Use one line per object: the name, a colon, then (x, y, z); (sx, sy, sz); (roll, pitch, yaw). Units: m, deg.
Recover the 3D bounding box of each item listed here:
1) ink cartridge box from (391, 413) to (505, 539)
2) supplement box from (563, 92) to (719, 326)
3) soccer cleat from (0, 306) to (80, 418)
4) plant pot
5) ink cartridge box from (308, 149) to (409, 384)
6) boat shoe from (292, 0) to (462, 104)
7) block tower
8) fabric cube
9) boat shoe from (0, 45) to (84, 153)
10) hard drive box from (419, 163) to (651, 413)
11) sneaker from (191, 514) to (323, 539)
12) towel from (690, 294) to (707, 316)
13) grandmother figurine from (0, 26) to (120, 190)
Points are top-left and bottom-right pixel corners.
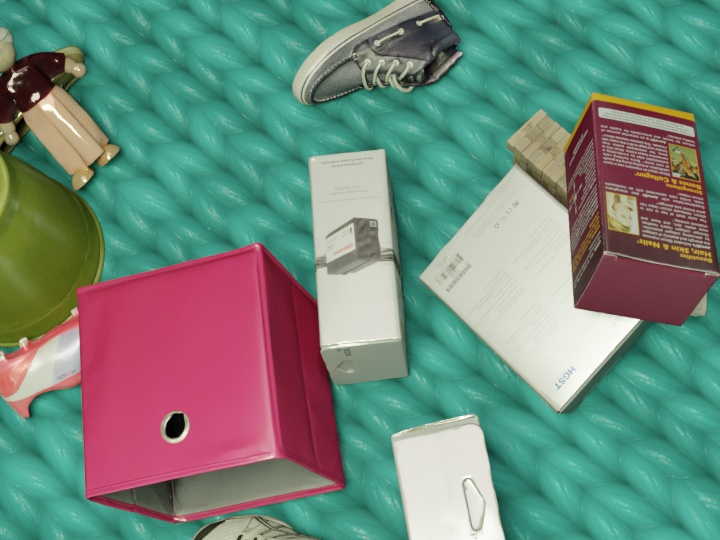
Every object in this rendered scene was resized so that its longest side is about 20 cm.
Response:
ink cartridge box: (0.083, 0.230, 1.016); (0.082, 0.200, 0.147); (-11, 69, 2)
supplement box: (0.259, -0.059, 1.045); (0.109, 0.086, 0.202); (10, 52, -6)
soccer cleat: (-0.298, 0.082, 1.195); (0.198, 0.067, 0.077); (-29, 105, -13)
plant pot: (-0.396, -0.043, 1.173); (0.197, 0.193, 0.203); (-2, 70, 5)
ink cartridge box: (0.000, 0.000, 1.138); (0.082, 0.145, 0.203); (-5, 70, 4)
boat shoe: (0.024, -0.234, 1.257); (0.199, 0.075, 0.093); (-37, 63, -8)
block tower: (0.242, -0.078, 1.154); (0.054, 0.058, 0.200); (-42, 72, -9)
fabric cube: (-0.142, 0.117, 1.072); (0.193, 0.200, 0.202); (-13, 69, 12)
boat shoe: (-0.392, -0.180, 1.291); (0.200, 0.073, 0.063); (-41, 88, -11)
hard drive box: (0.185, 0.020, 1.123); (0.200, 0.077, 0.156); (45, 100, 19)
sneaker: (-0.076, 0.279, 1.078); (0.197, 0.088, 0.077); (8, 73, 11)
towel: (0.298, -0.048, 1.182); (0.130, 0.035, 0.203); (1, 69, 9)
grandmother figurine: (-0.357, -0.193, 1.236); (0.121, 0.060, 0.200); (-48, 114, -15)
